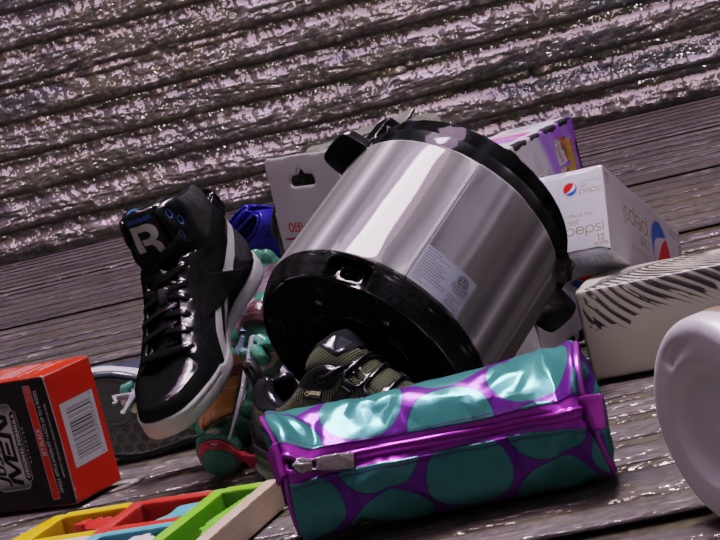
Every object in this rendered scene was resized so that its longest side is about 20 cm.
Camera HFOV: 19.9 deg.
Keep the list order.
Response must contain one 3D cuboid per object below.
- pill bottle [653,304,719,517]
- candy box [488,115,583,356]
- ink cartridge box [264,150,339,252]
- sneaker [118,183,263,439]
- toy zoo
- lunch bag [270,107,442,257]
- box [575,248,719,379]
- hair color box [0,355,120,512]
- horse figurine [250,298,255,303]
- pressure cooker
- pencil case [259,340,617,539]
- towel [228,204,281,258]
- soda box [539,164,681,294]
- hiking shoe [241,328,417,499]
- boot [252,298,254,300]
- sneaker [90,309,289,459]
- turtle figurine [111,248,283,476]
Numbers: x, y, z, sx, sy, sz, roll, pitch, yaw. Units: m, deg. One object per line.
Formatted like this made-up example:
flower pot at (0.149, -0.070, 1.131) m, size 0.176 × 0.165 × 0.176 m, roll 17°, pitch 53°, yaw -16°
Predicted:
pill bottle at (0.261, 0.050, 1.056) m, size 0.199 × 0.112 × 0.111 m, roll -17°, pitch 8°, yaw -24°
candy box at (0.128, -0.022, 1.641) m, size 0.071 × 0.169 × 0.200 m, roll -11°, pitch 7°, yaw 25°
ink cartridge box at (0.000, 0.000, 1.592) m, size 0.068 × 0.201 × 0.116 m, roll -18°, pitch 8°, yaw -30°
sneaker at (-0.136, 0.017, 1.415) m, size 0.073 × 0.112 × 0.200 m, roll -21°, pitch 29°, yaw 25°
toy zoo at (-0.161, 0.174, 1.293) m, size 0.199 × 0.021 × 0.131 m, roll -11°, pitch 8°, yaw 21°
lunch bag at (0.018, -0.029, 1.782) m, size 0.163 × 0.201 × 0.117 m, roll -21°, pitch 10°, yaw -37°
box at (0.259, 0.021, 1.449) m, size 0.199 × 0.069 × 0.082 m, roll -12°, pitch 6°, yaw 18°
hair color box at (-0.287, 0.131, 1.552) m, size 0.199 × 0.102 × 0.061 m, roll -11°, pitch 8°, yaw 31°
horse figurine at (-0.081, 0.048, 1.829) m, size 0.200 × 0.050 × 0.133 m, roll -40°, pitch -2°, yaw -21°
pressure cooker at (0.049, -0.003, 1.422) m, size 0.178 × 0.176 × 0.200 m, roll 8°, pitch 49°, yaw 35°
pencil case at (0.045, 0.102, 1.191) m, size 0.199 × 0.086 × 0.092 m, roll -14°, pitch -9°, yaw 6°
towel at (-0.055, -0.018, 2.046) m, size 0.199 × 0.050 × 0.148 m, roll 2°, pitch -34°, yaw -34°
soda box at (0.192, -0.017, 1.574) m, size 0.063 × 0.069 × 0.200 m, roll -11°, pitch -18°, yaw 22°
hiking shoe at (0.006, 0.088, 1.305) m, size 0.199 × 0.101 × 0.076 m, roll -10°, pitch 9°, yaw 32°
boot at (-0.062, 0.031, 1.972) m, size 0.199 × 0.074 × 0.095 m, roll -16°, pitch 1°, yaw -22°
sneaker at (-0.147, 0.087, 1.652) m, size 0.201 × 0.077 × 0.146 m, roll -4°, pitch 19°, yaw 4°
turtle figurine at (-0.102, 0.081, 1.496) m, size 0.149 × 0.101 × 0.201 m, roll -20°, pitch 35°, yaw 24°
